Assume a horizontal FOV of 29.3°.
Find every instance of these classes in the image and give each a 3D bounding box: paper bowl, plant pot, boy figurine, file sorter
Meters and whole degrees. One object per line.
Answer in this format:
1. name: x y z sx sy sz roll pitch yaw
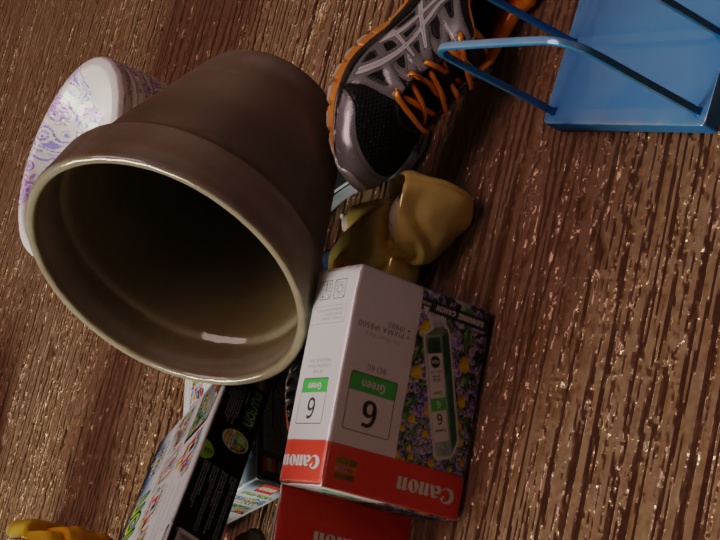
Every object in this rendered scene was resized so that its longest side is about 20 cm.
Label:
1. paper bowl: -0.239 -0.094 1.324 0.200 0.104 0.202 -32 48 43
2. plant pot: -0.098 -0.052 0.933 0.200 0.200 0.174 -31 24 44
3. boy figurine: 0.000 0.000 0.961 0.200 0.064 0.125 -36 37 44
4. file sorter: 0.145 -0.195 0.799 0.138 0.122 0.202 10 82 57

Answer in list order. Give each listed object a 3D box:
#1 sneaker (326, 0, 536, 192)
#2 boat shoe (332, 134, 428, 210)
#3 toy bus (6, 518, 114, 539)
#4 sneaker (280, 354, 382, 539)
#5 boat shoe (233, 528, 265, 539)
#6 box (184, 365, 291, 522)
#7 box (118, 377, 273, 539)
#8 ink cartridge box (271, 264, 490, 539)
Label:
1. sneaker: 0.047 -0.139 0.926 0.077 0.078 0.201 13 65 46
2. boat shoe: -0.035 -0.083 1.051 0.199 0.068 0.074 -16 60 52
3. toy bus: -0.194 0.285 1.048 0.191 0.135 0.201 -19 54 35
4. sneaker: -0.020 0.155 0.921 0.090 0.069 0.202 100 171 -83
5. boat shoe: -0.093 0.217 0.908 0.200 0.071 0.076 141 120 -85
6. box: -0.094 0.086 1.064 0.110 0.035 0.201 -32 48 43
7. box: -0.120 0.156 0.914 0.110 0.035 0.201 -48 15 31
8. ink cartridge box: 0.012 0.108 0.843 0.050 0.108 0.202 -10 66 53
